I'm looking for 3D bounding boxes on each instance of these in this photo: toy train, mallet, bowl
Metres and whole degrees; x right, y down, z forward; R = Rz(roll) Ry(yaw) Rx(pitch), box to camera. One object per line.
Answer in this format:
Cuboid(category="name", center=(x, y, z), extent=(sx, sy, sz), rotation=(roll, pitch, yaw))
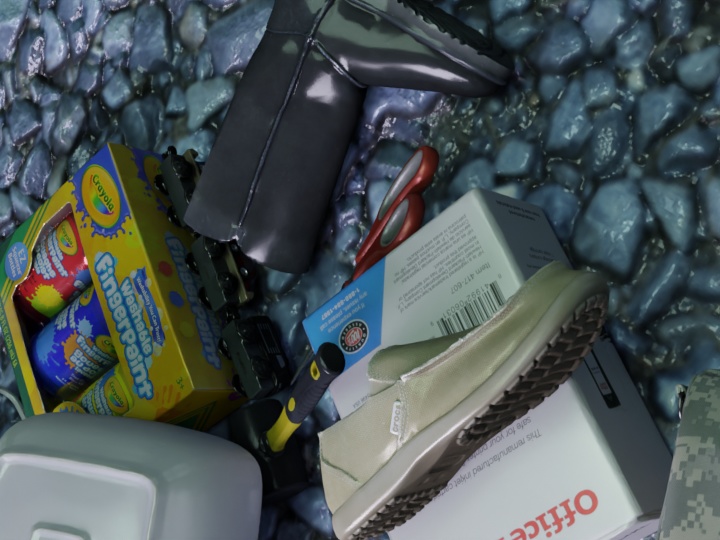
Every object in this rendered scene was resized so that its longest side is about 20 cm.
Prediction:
Cuboid(category="toy train", center=(-0.096, -0.002, 0.864), extent=(0.034, 0.046, 0.202), rotation=(-40, 64, 35))
Cuboid(category="mallet", center=(-0.038, 0.098, 0.754), extent=(0.200, 0.041, 0.067), rotation=(135, 119, -65))
Cuboid(category="bowl", center=(-0.171, 0.188, 0.774), extent=(0.198, 0.075, 0.202), rotation=(6, 77, 24))

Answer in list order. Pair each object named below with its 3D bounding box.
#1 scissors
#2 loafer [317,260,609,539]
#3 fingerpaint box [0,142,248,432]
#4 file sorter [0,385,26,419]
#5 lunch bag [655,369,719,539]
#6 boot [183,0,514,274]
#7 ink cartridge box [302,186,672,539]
Cuboid(category="scissors", center=(0.000, 0.000, 0.793), extent=(0.200, 0.014, 0.074), rotation=(125, 160, -47))
Cuboid(category="loafer", center=(0.041, 0.059, 0.628), extent=(0.200, 0.075, 0.069), rotation=(-46, 66, 23))
Cuboid(category="fingerpaint box", center=(-0.182, 0.038, 0.906), extent=(0.166, 0.073, 0.202), rotation=(-35, 65, 29))
Cuboid(category="file sorter", center=(-0.350, 0.200, 0.976), extent=(0.201, 0.138, 0.125), rotation=(-52, 56, 20))
Cuboid(category="lunch bag", center=(0.232, 0.130, 0.541), extent=(0.198, 0.139, 0.170), rotation=(1, 85, 36))
Cuboid(category="boot", center=(-0.012, -0.083, 0.794), extent=(0.164, 0.066, 0.202), rotation=(32, 110, 16))
Cuboid(category="ink cartridge box", center=(0.073, 0.080, 0.701), extent=(0.146, 0.084, 0.202), rotation=(-36, 65, 27))
